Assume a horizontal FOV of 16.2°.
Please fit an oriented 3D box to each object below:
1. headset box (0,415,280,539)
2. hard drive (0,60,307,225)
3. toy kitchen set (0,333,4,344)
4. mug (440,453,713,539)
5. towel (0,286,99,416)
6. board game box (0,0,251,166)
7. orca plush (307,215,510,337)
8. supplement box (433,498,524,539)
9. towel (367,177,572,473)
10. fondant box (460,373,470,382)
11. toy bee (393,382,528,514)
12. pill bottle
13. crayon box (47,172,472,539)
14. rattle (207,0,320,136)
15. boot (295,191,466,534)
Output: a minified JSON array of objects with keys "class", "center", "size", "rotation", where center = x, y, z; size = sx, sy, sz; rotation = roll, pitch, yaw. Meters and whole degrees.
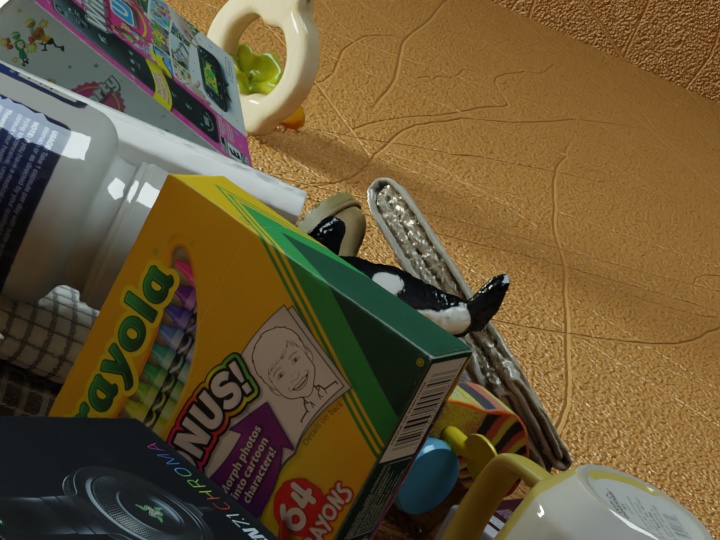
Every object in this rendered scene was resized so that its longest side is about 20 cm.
[{"class":"headset box","center":[-0.133,0.148,1.149],"size":[0.174,0.093,0.199],"rotation":[38,18,32]},{"class":"hard drive","center":[-0.142,-0.051,1.524],"size":[0.199,0.026,0.132],"rotation":[23,-28,-7]},{"class":"toy kitchen set","center":[-0.295,-0.025,1.285],"size":[0.199,0.164,0.180],"rotation":[14,21,-45]},{"class":"mug","center":[0.102,0.180,1.357],"size":[0.186,0.154,0.149],"rotation":[35,17,23]},{"class":"towel","center":[-0.225,0.014,1.449],"size":[0.165,0.086,0.200],"rotation":[22,18,-19]},{"class":"board game box","center":[-0.162,-0.132,1.590],"size":[0.200,0.064,0.148],"rotation":[38,22,-30]},{"class":"orca plush","center":[0.000,0.000,1.505],"size":[0.199,0.072,0.105],"rotation":[-1,-10,-27]},{"class":"supplement box","center":[0.130,0.191,1.548],"size":[0.109,0.061,0.199],"rotation":[37,18,28]},{"class":"towel","center":[0.069,0.041,1.666],"size":[0.200,0.034,0.133],"rotation":[59,0,42]},{"class":"fondant box","center":[-0.004,0.053,1.770],"size":[0.199,0.059,0.144],"rotation":[30,15,0]},{"class":"toy bee","center":[0.033,0.088,1.494],"size":[0.130,0.109,0.200],"rotation":[30,23,24]},{"class":"pill bottle","center":[-0.197,-0.051,1.346],"size":[0.199,0.112,0.111],"rotation":[25,15,-5]},{"class":"crayon box","center":[-0.064,0.080,1.287],"size":[0.172,0.201,0.058],"rotation":[34,16,20]},{"class":"rattle","center":[-0.046,-0.218,2.308],"size":[0.142,0.201,0.130],"rotation":[17,19,-38]},{"class":"boot","center":[0.013,0.059,1.650],"size":[0.200,0.066,0.175],"rotation":[41,44,6]}]
